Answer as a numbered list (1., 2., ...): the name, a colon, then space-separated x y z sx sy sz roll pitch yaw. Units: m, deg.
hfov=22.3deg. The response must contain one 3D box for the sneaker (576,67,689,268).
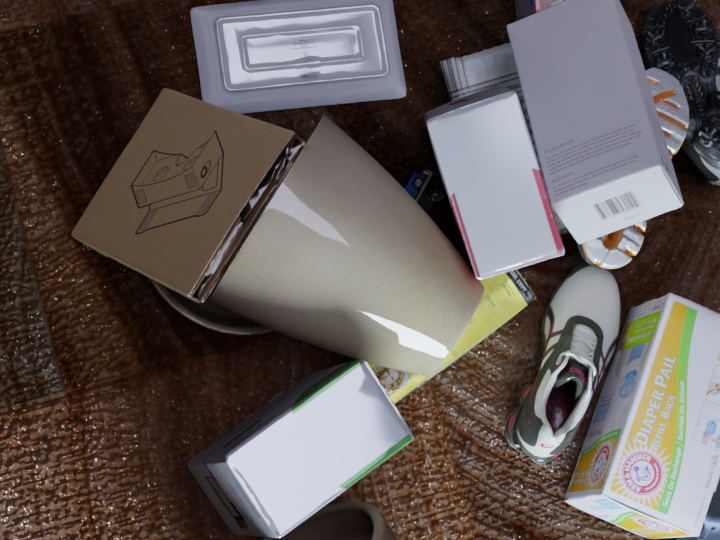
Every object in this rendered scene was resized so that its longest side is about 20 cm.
1. sneaker: 0.245 -0.096 1.713 0.078 0.077 0.202 24 80 -4

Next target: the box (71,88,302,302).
1. box: -0.154 -0.070 1.589 0.021 0.199 0.164 38 80 -41

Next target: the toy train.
1. toy train: 0.020 -0.013 1.702 0.046 0.034 0.201 30 75 4

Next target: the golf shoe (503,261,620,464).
1. golf shoe: 0.203 0.083 1.700 0.077 0.088 0.202 23 75 -7

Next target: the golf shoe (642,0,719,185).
1. golf shoe: 0.322 -0.172 1.783 0.077 0.095 0.202 -11 58 1

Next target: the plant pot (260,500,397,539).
1. plant pot: -0.021 0.326 1.569 0.200 0.200 0.175 -40 109 -16

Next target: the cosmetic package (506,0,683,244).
1. cosmetic package: 0.208 -0.142 1.636 0.107 0.085 0.202 -19 59 17

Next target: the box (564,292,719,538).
1. box: 0.280 0.138 1.695 0.101 0.112 0.202 23 77 -8

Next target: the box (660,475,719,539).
1. box: 0.369 0.258 1.730 0.159 0.044 0.202 24 76 -9

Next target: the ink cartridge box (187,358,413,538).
1. ink cartridge box: -0.056 0.155 1.568 0.144 0.200 0.084 -35 92 -16

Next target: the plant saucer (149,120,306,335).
1. plant saucer: -0.110 -0.039 1.677 0.198 0.029 0.202 2 79 -13

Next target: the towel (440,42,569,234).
1. towel: 0.192 -0.133 1.749 0.198 0.035 0.195 -15 91 -15

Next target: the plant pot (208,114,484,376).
1. plant pot: 0.000 0.000 1.582 0.199 0.187 0.188 33 75 -4

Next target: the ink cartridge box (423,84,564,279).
1. ink cartridge box: 0.115 -0.082 1.621 0.083 0.200 0.147 -19 96 4

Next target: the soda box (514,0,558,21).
1. soda box: 0.183 -0.336 1.778 0.068 0.064 0.202 -2 82 -13

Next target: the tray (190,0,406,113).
1. tray: -0.056 -0.208 1.722 0.198 0.022 0.109 -7 83 -14

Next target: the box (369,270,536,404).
1. box: 0.065 0.068 1.677 0.199 0.075 0.050 -36 88 -15
